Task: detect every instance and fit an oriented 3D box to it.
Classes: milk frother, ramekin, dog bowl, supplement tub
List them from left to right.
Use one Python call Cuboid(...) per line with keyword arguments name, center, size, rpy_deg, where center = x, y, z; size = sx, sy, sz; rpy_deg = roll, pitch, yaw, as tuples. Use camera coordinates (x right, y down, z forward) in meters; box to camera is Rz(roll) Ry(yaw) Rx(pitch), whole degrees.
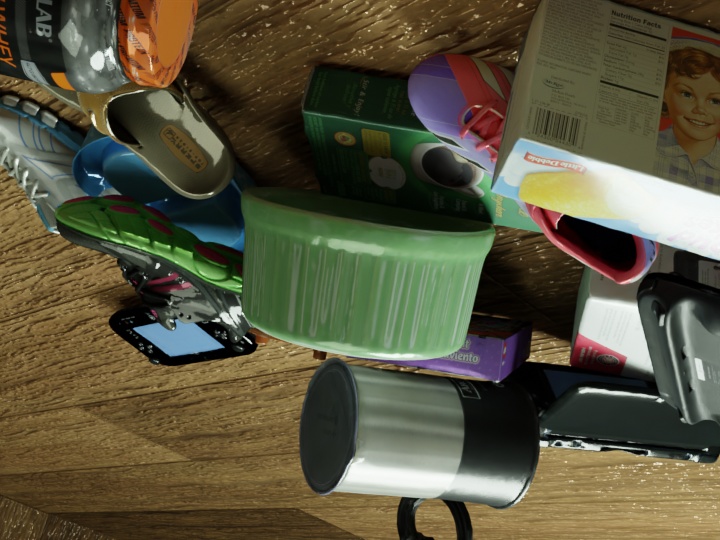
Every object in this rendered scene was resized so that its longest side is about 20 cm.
Cuboid(name="supplement tub", center=(-0.207, -0.180, 0.692), size=(0.198, 0.124, 0.123), rpy_deg=(12, 155, 5))
Cuboid(name="dog bowl", center=(-0.156, -0.073, 0.954), size=(0.110, 0.050, 0.200), rpy_deg=(-14, 144, 23))
Cuboid(name="ramekin", center=(0.000, 0.000, 0.871), size=(0.197, 0.099, 0.200), rpy_deg=(8, -171, -1))
Cuboid(name="milk frother", center=(0.034, 0.188, 1.020), size=(0.186, 0.203, 0.180), rpy_deg=(10, 175, -24))

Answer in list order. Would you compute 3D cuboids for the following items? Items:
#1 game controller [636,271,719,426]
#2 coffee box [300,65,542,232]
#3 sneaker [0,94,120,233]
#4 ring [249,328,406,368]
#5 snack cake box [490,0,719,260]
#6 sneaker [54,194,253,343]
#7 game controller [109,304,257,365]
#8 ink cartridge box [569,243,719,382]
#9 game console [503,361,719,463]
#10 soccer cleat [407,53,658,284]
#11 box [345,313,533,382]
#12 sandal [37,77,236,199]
Cuboid(name="game controller", center=(0.264, 0.068, 0.833), size=(0.103, 0.042, 0.200), rpy_deg=(11, 154, 28))
Cuboid(name="coffee box", center=(0.061, -0.086, 0.832), size=(0.198, 0.044, 0.123), rpy_deg=(10, 155, 11))
Cuboid(name="sneaker", center=(-0.272, -0.083, 0.980), size=(0.198, 0.088, 0.075), rpy_deg=(24, 156, -16))
Cuboid(name="ring", center=(-0.020, 0.073, 1.128), size=(0.198, 0.019, 0.200), rpy_deg=(8, -176, 0))
Cuboid(name="snack cake box", center=(0.189, -0.083, 0.681), size=(0.198, 0.116, 0.067), rpy_deg=(16, 154, -2))
Cuboid(name="sneaker", center=(-0.163, 0.004, 0.925), size=(0.199, 0.084, 0.077), rpy_deg=(28, -162, -20))
Cuboid(name="game controller", center=(-0.207, 0.070, 1.297), size=(0.199, 0.043, 0.104), rpy_deg=(-13, 144, 44))
Cuboid(name="ink cartridge box", center=(0.279, 0.033, 0.911), size=(0.197, 0.084, 0.146), rpy_deg=(10, 154, 8))
Cuboid(name="game console", center=(0.251, 0.108, 1.043), size=(0.197, 0.177, 0.117), rpy_deg=(8, 119, -13))
Cuboid(name="soccer cleat", center=(0.112, -0.067, 0.724), size=(0.200, 0.077, 0.067), rpy_deg=(40, 113, -2))
Cuboid(name="box", center=(0.079, 0.063, 1.035), size=(0.135, 0.040, 0.200), rpy_deg=(7, -177, 15))
Cuboid(name="sandal", center=(-0.168, -0.121, 0.820), size=(0.080, 0.054, 0.200), rpy_deg=(-40, 116, 14))
